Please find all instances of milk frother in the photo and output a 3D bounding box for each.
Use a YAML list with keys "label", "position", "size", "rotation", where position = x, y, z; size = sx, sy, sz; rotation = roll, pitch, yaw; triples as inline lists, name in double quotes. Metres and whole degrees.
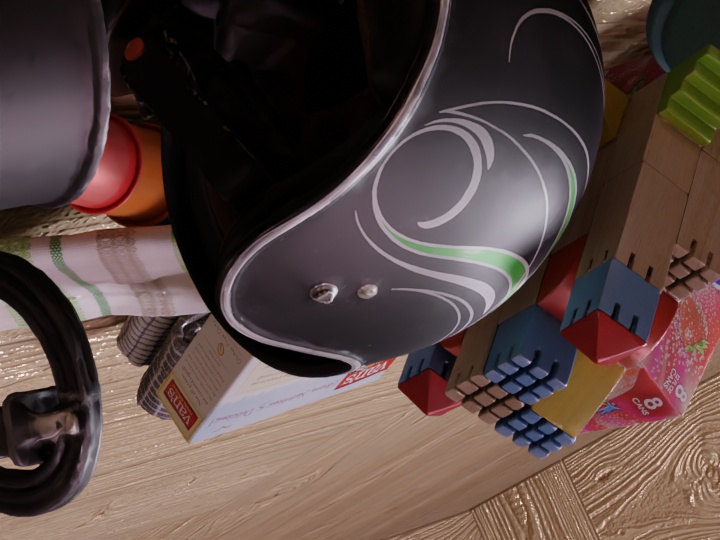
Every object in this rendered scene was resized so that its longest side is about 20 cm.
- label: "milk frother"
  position: [-0.180, -0.008, 0.600]
  size: [0.187, 0.201, 0.180]
  rotation: [-16, 169, -32]

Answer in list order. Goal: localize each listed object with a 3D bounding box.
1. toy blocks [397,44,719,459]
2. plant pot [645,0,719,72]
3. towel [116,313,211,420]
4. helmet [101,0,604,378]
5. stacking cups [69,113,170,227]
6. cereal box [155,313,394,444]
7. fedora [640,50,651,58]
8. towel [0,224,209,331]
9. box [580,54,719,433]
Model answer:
- label: "toy blocks"
  position: [0.084, 0.011, 0.823]
  size: [0.200, 0.100, 0.137]
  rotation: [-34, -152, 50]
- label: "plant pot"
  position: [0.244, -0.043, 0.858]
  size: [0.199, 0.197, 0.200]
  rotation: [-9, 156, -4]
- label: "towel"
  position: [-0.045, 0.021, 1.239]
  size: [0.199, 0.086, 0.166]
  rotation: [-20, 168, -18]
- label: "helmet"
  position: [-0.004, -0.059, 0.749]
  size: [0.199, 0.201, 0.191]
  rotation: [-28, 157, 15]
- label: "stacking cups"
  position: [-0.093, -0.046, 0.947]
  size: [0.060, 0.061, 0.200]
  rotation: [-28, 165, 15]
- label: "cereal box"
  position: [0.000, 0.000, 0.963]
  size: [0.144, 0.040, 0.200]
  rotation: [-15, 153, -46]
- label: "fedora"
  position: [0.255, -0.089, 1.246]
  size: [0.200, 0.201, 0.082]
  rotation: [-31, -156, 28]
- label: "towel"
  position: [-0.142, 0.009, 0.977]
  size: [0.199, 0.031, 0.149]
  rotation: [-5, 171, 3]
- label: "box"
  position: [0.145, -0.020, 1.046]
  size: [0.095, 0.100, 0.200]
  rotation: [-14, -147, 45]
